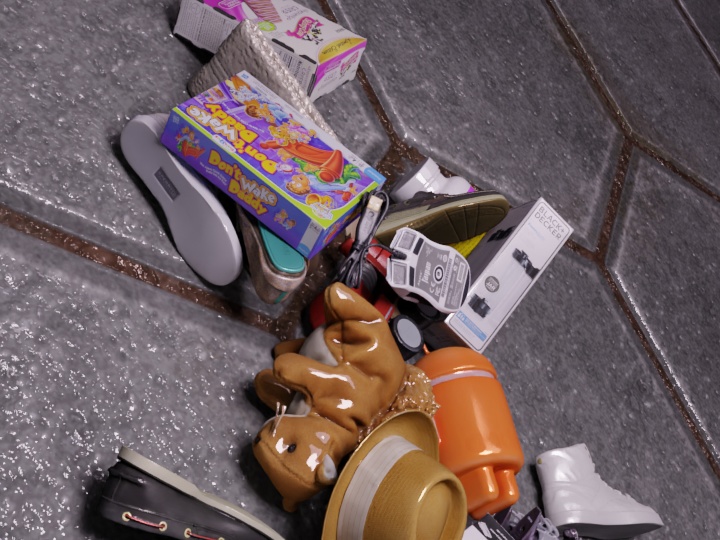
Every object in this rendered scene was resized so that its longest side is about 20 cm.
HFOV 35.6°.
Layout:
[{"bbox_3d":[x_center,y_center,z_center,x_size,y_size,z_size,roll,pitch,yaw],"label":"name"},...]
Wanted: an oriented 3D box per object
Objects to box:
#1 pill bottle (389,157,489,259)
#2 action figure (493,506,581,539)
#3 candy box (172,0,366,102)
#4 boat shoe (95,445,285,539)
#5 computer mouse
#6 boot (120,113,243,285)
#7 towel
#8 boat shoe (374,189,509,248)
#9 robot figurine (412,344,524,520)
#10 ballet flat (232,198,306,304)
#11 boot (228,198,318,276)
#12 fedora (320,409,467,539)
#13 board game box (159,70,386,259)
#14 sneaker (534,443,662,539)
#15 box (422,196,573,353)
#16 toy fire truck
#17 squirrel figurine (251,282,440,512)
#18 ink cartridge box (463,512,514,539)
[{"bbox_3d":[0.131,-0.050,1.470,0.200,0.104,0.104,46,35,-8],"label":"pill bottle"},{"bbox_3d":[0.240,0.332,1.264,0.199,0.070,0.130,34,-5,-23],"label":"action figure"},{"bbox_3d":[-0.110,-0.288,1.377,0.199,0.061,0.136,30,33,12],"label":"candy box"},{"bbox_3d":[-0.141,0.219,0.968,0.201,0.073,0.064,36,73,-37],"label":"boat shoe"},{"bbox_3d":[0.048,-0.005,1.190,0.199,0.044,0.111,29,70,-47],"label":"computer mouse"},{"bbox_3d":[-0.167,-0.084,1.191,0.201,0.073,0.095,59,32,2],"label":"boot"},{"bbox_3d":[-0.109,-0.173,1.282,0.034,0.132,0.201,-28,82,-50],"label":"towel"},{"bbox_3d":[0.082,-0.068,1.379,0.072,0.199,0.066,73,-2,-53],"label":"boat shoe"},{"bbox_3d":[0.112,0.173,1.247,0.142,0.117,0.202,-8,61,-14],"label":"robot figurine"},{"bbox_3d":[-0.104,-0.046,1.171,0.067,0.068,0.201,8,44,-21],"label":"ballet flat"},{"bbox_3d":[-0.119,-0.080,1.250,0.075,0.074,0.202,-14,73,-42],"label":"boot"},{"bbox_3d":[0.044,0.235,1.053,0.081,0.203,0.200,19,17,36],"label":"fedora"},{"bbox_3d":[-0.088,-0.114,1.163,0.199,0.045,0.134,38,39,8],"label":"board game box"},{"bbox_3d":[0.299,0.273,1.406,0.199,0.073,0.117,16,52,-38],"label":"sneaker"},{"bbox_3d":[0.159,0.010,1.356,0.060,0.117,0.201,41,73,-9],"label":"box"},{"bbox_3d":[0.000,0.000,1.256,0.200,0.128,0.176,46,36,-7],"label":"toy fire truck"},{"bbox_3d":[-0.015,0.154,1.105,0.199,0.141,0.188,36,44,-18],"label":"squirrel figurine"},{"bbox_3d":[0.165,0.350,1.139,0.094,0.044,0.200,-24,58,-41],"label":"ink cartridge box"}]
